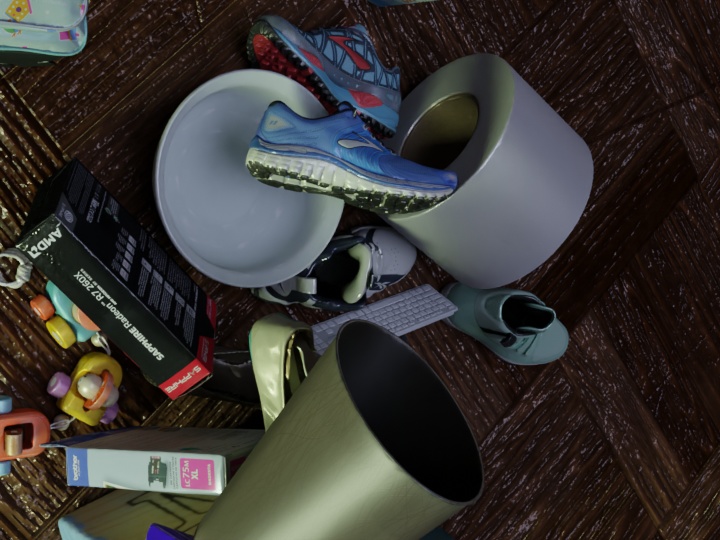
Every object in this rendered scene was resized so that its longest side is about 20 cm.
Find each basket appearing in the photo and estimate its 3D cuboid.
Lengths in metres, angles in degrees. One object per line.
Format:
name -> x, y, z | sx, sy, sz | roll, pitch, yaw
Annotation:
basket -> -0.025, 0.168, 0.900 | 0.135, 0.181, 0.200 | 28, 115, -32

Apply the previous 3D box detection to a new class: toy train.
toy train -> -0.277, 0.085, 1.069 | 0.149, 0.055, 0.202 | 3, 95, -36

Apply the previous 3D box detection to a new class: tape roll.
tape roll -> 0.121, -0.102, 1.237 | 0.139, 0.202, 0.204 | 36, 76, -32

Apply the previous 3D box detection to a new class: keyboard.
keyboard -> 0.012, 0.057, 1.271 | 0.199, 0.056, 0.011 | -19, 136, -32

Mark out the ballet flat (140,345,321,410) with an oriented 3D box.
ballet flat -> -0.115, 0.100, 1.158 | 0.198, 0.046, 0.068 | 11, 90, -18

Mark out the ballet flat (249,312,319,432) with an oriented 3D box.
ballet flat -> -0.049, 0.135, 0.997 | 0.069, 0.069, 0.202 | -14, 98, -33

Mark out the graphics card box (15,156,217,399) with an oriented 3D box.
graphics card box -> -0.209, 0.006, 1.055 | 0.051, 0.126, 0.200 | -34, 116, 14

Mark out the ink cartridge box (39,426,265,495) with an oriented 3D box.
ink cartridge box -> -0.168, 0.164, 1.049 | 0.119, 0.198, 0.042 | -5, 95, -62

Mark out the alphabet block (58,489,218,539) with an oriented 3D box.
alphabet block -> -0.135, 0.291, 1.111 | 0.199, 0.196, 0.197 | -24, 111, -31

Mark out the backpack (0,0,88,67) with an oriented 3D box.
backpack -> -0.301, -0.274, 0.951 | 0.174, 0.153, 0.202 | -1, 90, -30

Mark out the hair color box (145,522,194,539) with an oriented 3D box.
hair color box -> -0.099, 0.291, 0.979 | 0.199, 0.065, 0.110 | 28, 79, -32

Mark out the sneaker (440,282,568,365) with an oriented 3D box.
sneaker -> 0.193, 0.070, 1.361 | 0.199, 0.118, 0.074 | 21, 83, -36

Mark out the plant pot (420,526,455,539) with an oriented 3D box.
plant pot -> 0.026, 0.324, 1.225 | 0.140, 0.199, 0.143 | 8, 91, -35

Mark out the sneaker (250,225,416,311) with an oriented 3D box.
sneaker -> 0.000, 0.000, 1.207 | 0.198, 0.129, 0.080 | -1, 99, -35

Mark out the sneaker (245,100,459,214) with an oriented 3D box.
sneaker -> -0.001, -0.109, 1.093 | 0.198, 0.078, 0.090 | 14, 78, -14

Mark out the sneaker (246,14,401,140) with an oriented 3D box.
sneaker -> -0.033, -0.211, 1.202 | 0.199, 0.079, 0.096 | 31, 69, -42

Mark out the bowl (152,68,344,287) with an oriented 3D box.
bowl -> -0.119, -0.087, 1.134 | 0.199, 0.090, 0.203 | -4, 96, -33

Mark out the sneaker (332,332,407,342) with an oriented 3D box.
sneaker -> -0.025, 0.131, 1.255 | 0.200, 0.077, 0.080 | -45, 152, -29

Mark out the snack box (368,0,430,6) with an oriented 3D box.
snack box -> 0.075, -0.369, 1.221 | 0.037, 0.116, 0.202 | 26, 81, -34
